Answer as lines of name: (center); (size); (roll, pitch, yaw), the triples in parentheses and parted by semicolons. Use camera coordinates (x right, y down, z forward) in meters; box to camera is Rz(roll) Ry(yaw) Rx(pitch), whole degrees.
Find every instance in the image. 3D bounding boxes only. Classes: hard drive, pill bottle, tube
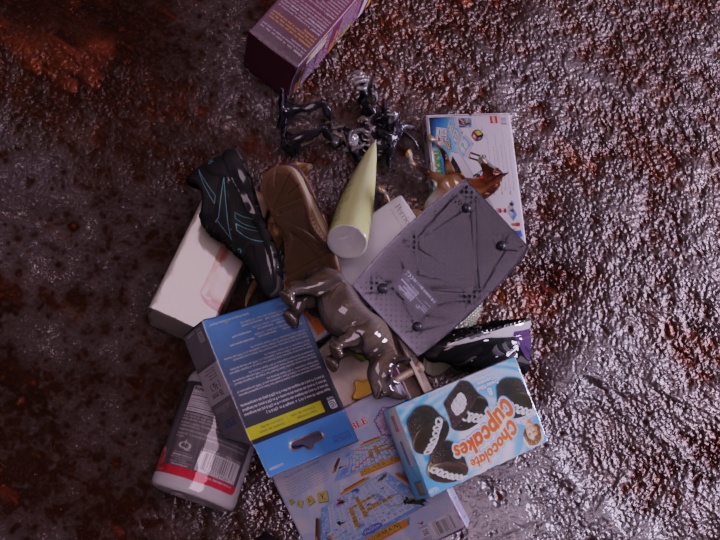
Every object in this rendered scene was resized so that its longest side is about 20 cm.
hard drive: (0.100, -0.003, 1.500); (0.200, 0.042, 0.135); (-44, 91, -7)
pill bottle: (-0.178, 0.191, 1.494); (0.110, 0.111, 0.201); (20, 72, -5)
tube: (-0.003, -0.091, 1.528); (0.058, 0.200, 0.052); (-22, 118, 21)

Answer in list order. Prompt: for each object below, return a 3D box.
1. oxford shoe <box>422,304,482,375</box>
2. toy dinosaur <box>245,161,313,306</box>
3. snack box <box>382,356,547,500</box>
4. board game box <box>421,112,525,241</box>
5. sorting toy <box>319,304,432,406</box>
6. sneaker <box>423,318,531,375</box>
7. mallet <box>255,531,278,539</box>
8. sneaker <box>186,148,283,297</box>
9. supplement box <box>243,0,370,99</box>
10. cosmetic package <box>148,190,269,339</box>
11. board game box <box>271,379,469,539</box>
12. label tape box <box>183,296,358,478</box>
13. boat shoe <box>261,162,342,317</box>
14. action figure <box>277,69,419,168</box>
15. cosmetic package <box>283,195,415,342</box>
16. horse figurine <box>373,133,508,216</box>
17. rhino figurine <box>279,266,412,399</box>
oxford shoe: (0.126, 0.045, 1.614); (0.058, 0.075, 0.201); (20, 88, 32)
toy dinosaur: (-0.107, -0.047, 1.571); (0.060, 0.106, 0.201); (17, 90, 36)
snack box: (0.132, 0.193, 1.474); (0.199, 0.037, 0.117); (-18, 85, -34)
board game box: (0.159, -0.122, 1.681); (0.125, 0.035, 0.201); (-2, 76, -10)
sorting toy: (0.002, 0.160, 1.550); (0.179, 0.107, 0.201); (-25, 87, -6)
sneaker: (0.163, 0.117, 1.564); (0.199, 0.076, 0.088); (-7, 92, -44)
mallet: (-0.073, 0.421, 1.496); (0.066, 0.041, 0.200); (-42, 91, -18)
sneaker: (-0.153, -0.051, 1.487); (0.079, 0.075, 0.201); (-21, 73, -5)
supplement box: (-0.068, -0.353, 1.658); (0.086, 0.110, 0.200); (38, 72, 1)
cosmetic package: (-0.194, -0.011, 1.549); (0.087, 0.103, 0.201); (25, 74, -3)
board game box: (0.004, 0.270, 1.495); (0.199, 0.041, 0.200); (-27, 87, 10)
label tape box: (-0.109, 0.143, 1.439); (0.144, 0.063, 0.201); (-16, 77, -39)
boat shoe: (-0.065, -0.041, 1.509); (0.072, 0.072, 0.201); (-19, 98, 18)
action figure: (-0.012, -0.202, 1.636); (0.199, 0.102, 0.119); (0, 64, -9)
cosmetic package: (0.000, 0.000, 1.567); (0.200, 0.071, 0.102); (-35, 84, 3)
horse figurine: (0.090, -0.094, 1.624); (0.132, 0.050, 0.200); (42, 90, 18)
rhino figurine: (-0.008, 0.079, 1.447); (0.200, 0.060, 0.087); (48, 60, -1)
